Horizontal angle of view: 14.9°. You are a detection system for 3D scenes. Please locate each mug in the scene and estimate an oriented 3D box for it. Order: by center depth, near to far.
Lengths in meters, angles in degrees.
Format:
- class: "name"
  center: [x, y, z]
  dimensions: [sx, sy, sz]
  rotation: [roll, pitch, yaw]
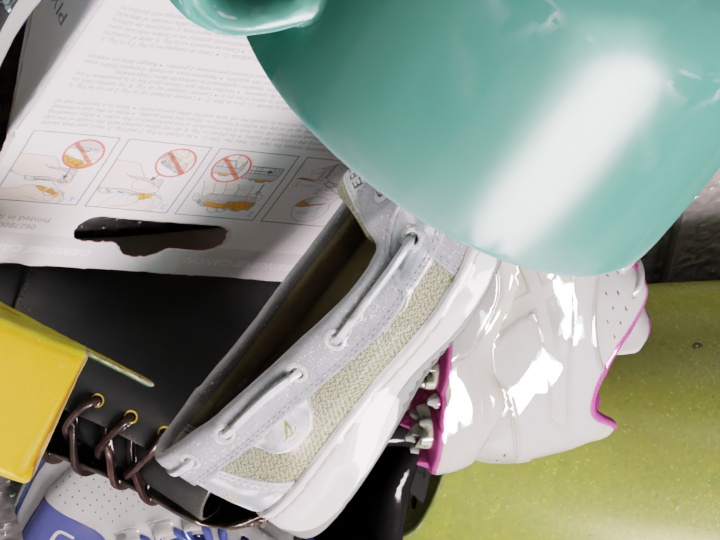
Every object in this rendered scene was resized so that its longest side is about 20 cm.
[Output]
- class: "mug"
  center: [0.049, -0.087, 0.780]
  dimensions: [0.115, 0.152, 0.185]
  rotation: [-53, 168, 29]

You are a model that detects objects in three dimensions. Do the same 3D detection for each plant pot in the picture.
- class: "plant pot"
  center: [0.115, 0.082, 1.149]
  dimensions: [0.199, 0.188, 0.187]
  rotation: [10, 138, -18]

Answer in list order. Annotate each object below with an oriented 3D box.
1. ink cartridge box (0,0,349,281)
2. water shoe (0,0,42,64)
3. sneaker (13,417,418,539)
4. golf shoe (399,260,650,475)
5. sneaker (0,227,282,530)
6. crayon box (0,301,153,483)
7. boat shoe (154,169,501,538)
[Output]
- class: "ink cartridge box"
  center: [-0.042, -0.074, 0.940]
  dimensions: [0.160, 0.050, 0.200]
  rotation: [4, 144, -34]
- class: "water shoe"
  center: [-0.122, -0.106, 0.828]
  dimensions: [0.071, 0.079, 0.200]
  rotation: [32, 97, -28]
- class: "sneaker"
  center: [-0.049, 0.095, 1.112]
  dimensions: [0.199, 0.116, 0.080]
  rotation: [-36, 144, 22]
- class: "golf shoe"
  center: [0.068, -0.014, 1.022]
  dimensions: [0.091, 0.075, 0.201]
  rotation: [2, 123, -13]
- class: "sneaker"
  center: [-0.107, 0.049, 1.020]
  dimensions: [0.199, 0.107, 0.075]
  rotation: [-11, 146, -15]
- class: "crayon box"
  center: [-0.179, 0.010, 0.890]
  dimensions: [0.200, 0.127, 0.051]
  rotation: [25, 89, -43]
- class: "boat shoe"
  center: [-0.001, 0.000, 0.940]
  dimensions: [0.064, 0.075, 0.202]
  rotation: [23, 115, -17]
